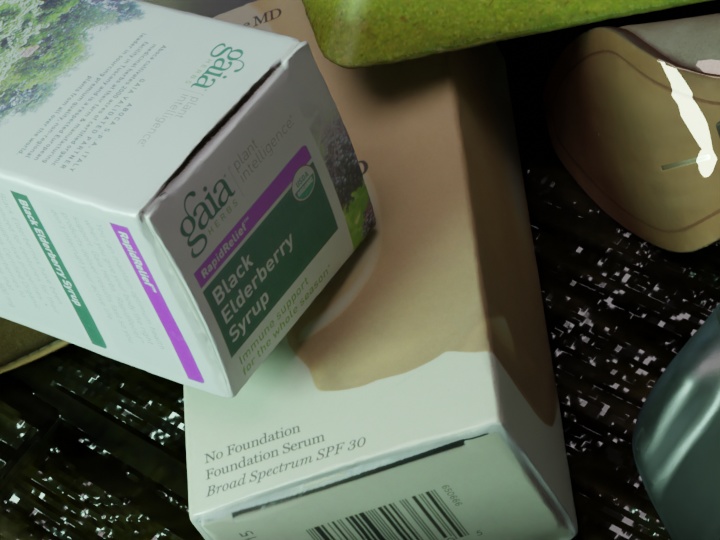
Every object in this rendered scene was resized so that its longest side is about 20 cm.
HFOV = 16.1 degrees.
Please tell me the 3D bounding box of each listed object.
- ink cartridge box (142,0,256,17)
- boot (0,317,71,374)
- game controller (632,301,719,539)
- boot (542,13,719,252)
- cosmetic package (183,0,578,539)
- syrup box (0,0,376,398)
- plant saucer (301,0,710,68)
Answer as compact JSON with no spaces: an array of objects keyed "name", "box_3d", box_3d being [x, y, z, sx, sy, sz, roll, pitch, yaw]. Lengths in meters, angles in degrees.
[{"name":"ink cartridge box","box_3d":[-0.133,-0.161,0.914,0.144,0.085,0.200,-15,85,30]},{"name":"boot","box_3d":[-0.138,0.004,0.862,0.200,0.075,0.074,-38,83,3]},{"name":"game controller","box_3d":[0.138,0.079,0.681,0.104,0.042,0.200,-64,36,33]},{"name":"boot","box_3d":[0.157,-0.059,0.774,0.146,0.070,0.200,-21,16,-16]},{"name":"cosmetic package","box_3d":[0.000,0.000,0.811,0.105,0.071,0.200,-19,49,14]},{"name":"syrup box","box_3d":[-0.101,-0.037,0.781,0.200,0.082,0.079,17,55,35]},{"name":"plant saucer","box_3d":[0.065,-0.156,0.851,0.199,0.048,0.200,-11,38,-6]}]
